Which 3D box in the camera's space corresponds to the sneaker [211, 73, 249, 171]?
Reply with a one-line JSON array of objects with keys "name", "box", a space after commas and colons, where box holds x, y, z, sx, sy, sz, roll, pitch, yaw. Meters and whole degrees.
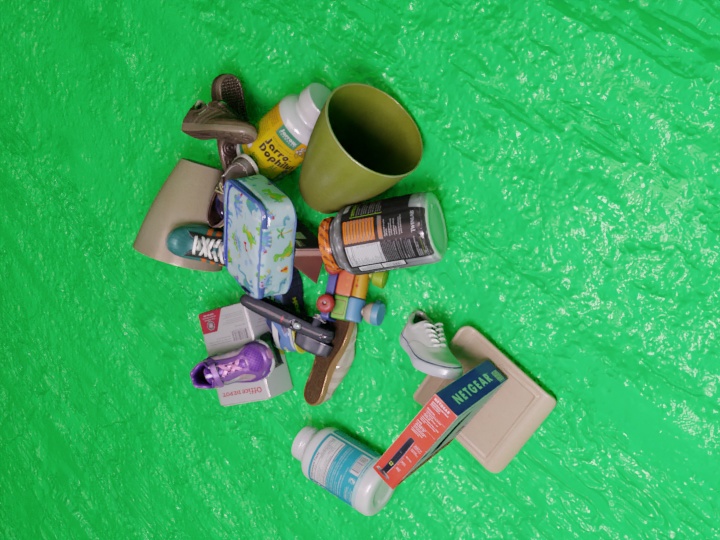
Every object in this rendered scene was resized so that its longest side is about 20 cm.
[{"name": "sneaker", "box": [-0.259, -0.289, 1.586, 0.076, 0.070, 0.200, 21, 115, 59]}]

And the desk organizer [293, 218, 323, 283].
[{"name": "desk organizer", "box": [-0.146, -0.055, 1.503, 0.200, 0.072, 0.077, 44, 125, 45]}]

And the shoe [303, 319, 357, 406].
[{"name": "shoe", "box": [-0.050, 0.167, 1.523, 0.070, 0.053, 0.200, 34, 106, 43]}]

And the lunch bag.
[{"name": "lunch bag", "box": [-0.186, -0.060, 1.417, 0.161, 0.082, 0.200, 42, 135, 43]}]

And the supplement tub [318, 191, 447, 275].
[{"name": "supplement tub", "box": [0.037, -0.059, 1.350, 0.200, 0.123, 0.123, -9, 93, 22]}]

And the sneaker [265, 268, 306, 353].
[{"name": "sneaker", "box": [-0.156, 0.067, 1.568, 0.082, 0.074, 0.200, -8, 92, 38]}]

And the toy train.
[{"name": "toy train", "box": [0.000, 0.000, 1.450, 0.116, 0.085, 0.200, 10, 84, 17]}]

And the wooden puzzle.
[{"name": "wooden puzzle", "box": [0.210, 0.219, 1.358, 0.200, 0.037, 0.185, 40, 119, 18]}]

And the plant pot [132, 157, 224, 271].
[{"name": "plant pot", "box": [-0.348, -0.121, 1.621, 0.187, 0.187, 0.200, 21, 98, 31]}]

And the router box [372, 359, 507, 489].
[{"name": "router box", "box": [0.129, 0.243, 1.271, 0.049, 0.200, 0.180, 45, 120, 17]}]

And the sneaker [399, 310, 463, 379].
[{"name": "sneaker", "box": [0.116, 0.121, 1.335, 0.200, 0.073, 0.071, -141, 59, -64]}]

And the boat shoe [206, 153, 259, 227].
[{"name": "boat shoe", "box": [-0.244, -0.144, 1.496, 0.072, 0.060, 0.200, 47, 146, 4]}]

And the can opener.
[{"name": "can opener", "box": [-0.137, 0.092, 1.487, 0.200, 0.063, 0.079, 27, 91, 8]}]

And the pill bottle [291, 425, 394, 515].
[{"name": "pill bottle", "box": [-0.035, 0.370, 1.509, 0.200, 0.111, 0.111, 25, 112, 31]}]

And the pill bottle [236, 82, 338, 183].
[{"name": "pill bottle", "box": [-0.128, -0.254, 1.466, 0.200, 0.113, 0.113, -33, 79, 34]}]

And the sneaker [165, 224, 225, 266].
[{"name": "sneaker", "box": [-0.273, -0.044, 1.536, 0.080, 0.200, 0.072, 18, 98, 53]}]

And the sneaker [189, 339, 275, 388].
[{"name": "sneaker", "box": [-0.255, 0.192, 1.547, 0.200, 0.088, 0.081, -19, 87, 33]}]

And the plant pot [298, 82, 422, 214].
[{"name": "plant pot", "box": [-0.024, -0.189, 1.379, 0.200, 0.187, 0.187, -42, 73, 48]}]

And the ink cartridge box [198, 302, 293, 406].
[{"name": "ink cartridge box", "box": [-0.237, 0.165, 1.634, 0.147, 0.086, 0.200, -14, 91, 36]}]

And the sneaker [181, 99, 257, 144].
[{"name": "sneaker", "box": [-0.261, -0.283, 1.472, 0.200, 0.070, 0.076, 12, 83, 40]}]
